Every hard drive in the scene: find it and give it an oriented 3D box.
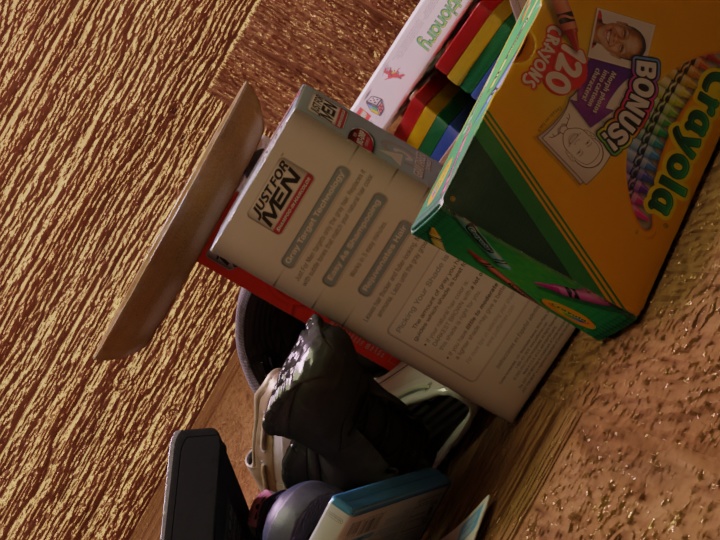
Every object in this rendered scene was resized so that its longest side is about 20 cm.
[{"bbox_3d":[-0.079,0.207,1.173,0.200,0.033,0.140,75,-168,-49],"label":"hard drive"}]

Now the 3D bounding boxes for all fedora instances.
[{"bbox_3d":[0.000,0.045,1.469,0.090,0.177,0.200,-19,-5,-46],"label":"fedora"}]

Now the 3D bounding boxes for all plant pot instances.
[{"bbox_3d":[-0.110,-0.026,1.251,0.200,0.027,0.200,-60,7,12],"label":"plant pot"}]

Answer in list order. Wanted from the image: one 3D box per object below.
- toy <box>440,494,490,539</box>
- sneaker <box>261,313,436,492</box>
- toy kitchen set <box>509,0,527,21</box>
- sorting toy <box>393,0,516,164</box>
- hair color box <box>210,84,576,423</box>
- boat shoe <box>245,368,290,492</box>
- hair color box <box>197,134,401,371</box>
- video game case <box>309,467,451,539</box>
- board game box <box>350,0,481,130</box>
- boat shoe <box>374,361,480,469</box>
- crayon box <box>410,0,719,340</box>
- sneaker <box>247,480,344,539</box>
[{"bbox_3d":[0.001,0.210,1.046,0.115,0.047,0.200,-53,11,47],"label":"toy"},{"bbox_3d":[-0.001,0.087,1.138,0.200,0.090,0.076,74,-142,-68],"label":"sneaker"},{"bbox_3d":[0.205,-0.234,1.313,0.163,0.180,0.200,-61,-34,-31],"label":"toy kitchen set"},{"bbox_3d":[0.106,-0.161,1.557,0.199,0.070,0.200,-54,-4,40],"label":"sorting toy"},{"bbox_3d":[0.027,-0.010,1.123,0.099,0.200,0.061,-58,7,19],"label":"hair color box"},{"bbox_3d":[-0.042,0.135,1.420,0.075,0.068,0.200,-43,-21,-32],"label":"boat shoe"},{"bbox_3d":[0.000,0.000,1.292,0.061,0.200,0.102,-58,7,26],"label":"hair color box"},{"bbox_3d":[-0.026,0.205,1.098,0.200,0.018,0.143,-63,-20,12],"label":"video game case"},{"bbox_3d":[0.071,-0.203,1.540,0.126,0.035,0.200,-48,-4,-44],"label":"board game box"},{"bbox_3d":[0.016,0.107,1.256,0.200,0.073,0.067,-54,7,42],"label":"boat shoe"},{"bbox_3d":[0.124,-0.079,1.041,0.200,0.119,0.058,-63,7,-20],"label":"crayon box"},{"bbox_3d":[-0.039,0.155,1.140,0.070,0.082,0.200,-53,-20,-13],"label":"sneaker"}]
